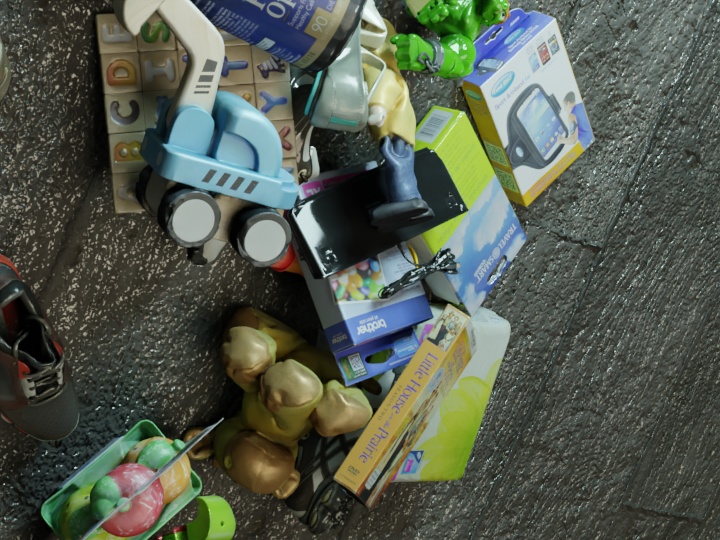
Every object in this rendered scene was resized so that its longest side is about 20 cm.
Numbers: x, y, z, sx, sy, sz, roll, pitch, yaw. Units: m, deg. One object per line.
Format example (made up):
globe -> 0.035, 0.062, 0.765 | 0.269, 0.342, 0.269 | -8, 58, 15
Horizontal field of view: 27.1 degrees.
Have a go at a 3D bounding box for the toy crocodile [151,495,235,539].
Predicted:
toy crocodile -> -0.183, 0.279, 1.440 | 0.067, 0.062, 0.200 | -5, 154, -37

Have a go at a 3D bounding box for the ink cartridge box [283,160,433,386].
ink cartridge box -> 0.000, 0.000, 1.442 | 0.119, 0.042, 0.201 | -16, 86, -45

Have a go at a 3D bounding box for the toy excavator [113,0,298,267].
toy excavator -> -0.127, -0.126, 1.207 | 0.193, 0.100, 0.201 | 15, 102, -27

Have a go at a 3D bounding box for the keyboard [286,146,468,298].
keyboard -> 0.027, -0.035, 1.429 | 0.199, 0.021, 0.128 | -25, 86, -36

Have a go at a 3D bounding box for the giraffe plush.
giraffe plush -> -0.089, 0.146, 1.466 | 0.163, 0.172, 0.200 | -56, 171, 10

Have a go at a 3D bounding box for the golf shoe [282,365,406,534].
golf shoe -> -0.021, 0.172, 1.551 | 0.201, 0.094, 0.078 | -58, 161, 5

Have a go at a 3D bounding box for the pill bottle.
pill bottle -> -0.099, -0.252, 1.227 | 0.199, 0.112, 0.112 | 23, 95, -21

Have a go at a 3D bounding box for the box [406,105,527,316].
box -> 0.097, -0.060, 1.570 | 0.122, 0.047, 0.200 | -52, 136, -20

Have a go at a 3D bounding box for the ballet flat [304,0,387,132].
ballet flat -> -0.007, -0.199, 1.334 | 0.063, 0.201, 0.068 | 13, 141, -7

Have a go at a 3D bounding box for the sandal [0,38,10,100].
sandal -> -0.304, -0.146, 1.158 | 0.057, 0.080, 0.202 | -7, 125, -34

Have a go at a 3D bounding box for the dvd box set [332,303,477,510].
dvd box set -> 0.047, 0.138, 1.467 | 0.201, 0.029, 0.146 | -56, 166, -10

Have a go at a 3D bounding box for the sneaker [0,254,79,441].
sneaker -> -0.286, 0.081, 1.280 | 0.077, 0.082, 0.201 | -37, 131, -22

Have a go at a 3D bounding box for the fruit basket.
fruit basket -> -0.212, 0.196, 1.339 | 0.185, 0.094, 0.200 | -41, 176, -19

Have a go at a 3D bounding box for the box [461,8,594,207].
box -> 0.178, -0.179, 1.598 | 0.119, 0.041, 0.201 | -43, 135, -17

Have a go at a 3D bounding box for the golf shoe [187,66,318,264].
golf shoe -> -0.087, -0.086, 1.351 | 0.094, 0.078, 0.201 | 26, 94, -17

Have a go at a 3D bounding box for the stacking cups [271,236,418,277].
stacking cups -> -0.031, -0.009, 1.481 | 0.199, 0.060, 0.061 | 8, 105, -43

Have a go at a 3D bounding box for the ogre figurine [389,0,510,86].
ogre figurine -> 0.081, -0.267, 1.426 | 0.098, 0.201, 0.120 | -20, 153, 20

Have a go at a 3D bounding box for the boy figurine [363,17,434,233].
boy figurine -> 0.020, -0.142, 1.391 | 0.124, 0.064, 0.201 | 27, 49, -79

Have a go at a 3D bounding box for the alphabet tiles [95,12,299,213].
alphabet tiles -> -0.139, -0.156, 1.280 | 0.166, 0.008, 0.202 | -7, 96, -20

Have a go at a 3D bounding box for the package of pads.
package of pads -> 0.074, 0.134, 1.642 | 0.154, 0.068, 0.201 | 5, 108, -43
